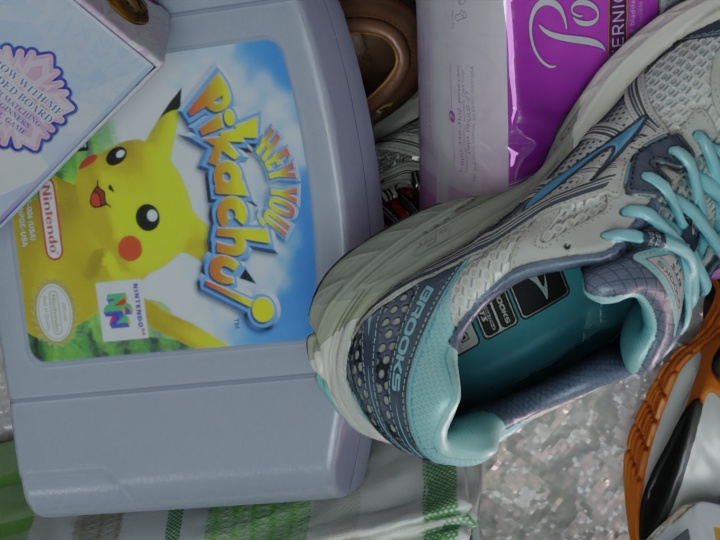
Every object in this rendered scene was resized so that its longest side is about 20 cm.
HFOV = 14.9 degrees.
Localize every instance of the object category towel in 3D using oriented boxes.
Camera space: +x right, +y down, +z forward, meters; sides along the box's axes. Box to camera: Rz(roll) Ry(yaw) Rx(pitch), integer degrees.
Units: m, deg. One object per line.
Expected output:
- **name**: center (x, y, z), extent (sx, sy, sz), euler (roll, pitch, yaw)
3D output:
- **towel**: center (-0.052, 0.082, 0.949), extent (0.199, 0.149, 0.031), euler (-14, 111, 9)

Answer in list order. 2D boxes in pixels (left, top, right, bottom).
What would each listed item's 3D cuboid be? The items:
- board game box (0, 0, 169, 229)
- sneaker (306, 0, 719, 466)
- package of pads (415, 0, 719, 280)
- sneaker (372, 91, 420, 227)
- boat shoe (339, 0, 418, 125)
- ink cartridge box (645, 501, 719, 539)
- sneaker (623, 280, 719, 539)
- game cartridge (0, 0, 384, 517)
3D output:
- **board game box**: center (-0.197, -0.067, 0.853), extent (0.200, 0.041, 0.199), euler (40, 113, -21)
- **sneaker**: center (0.083, -0.007, 0.811), extent (0.200, 0.086, 0.078), euler (-38, 116, -5)
- **package of pads**: center (0.078, -0.087, 0.873), extent (0.120, 0.076, 0.201), euler (-9, 109, -22)
- **sneaker**: center (0.000, 0.000, 0.951), extent (0.199, 0.082, 0.078), euler (-29, 105, 8)
- **boat shoe**: center (-0.065, -0.049, 0.945), extent (0.199, 0.068, 0.072), euler (-25, 106, 11)
- **ink cartridge box**: center (0.200, 0.183, 0.920), extent (0.197, 0.201, 0.043), euler (12, 139, -25)
- **sneaker**: center (0.166, 0.020, 0.964), extent (0.091, 0.076, 0.201), euler (16, 115, -15)
- **game cartridge**: center (-0.059, -0.023, 0.892), extent (0.132, 0.040, 0.201), euler (-6, 94, 20)
